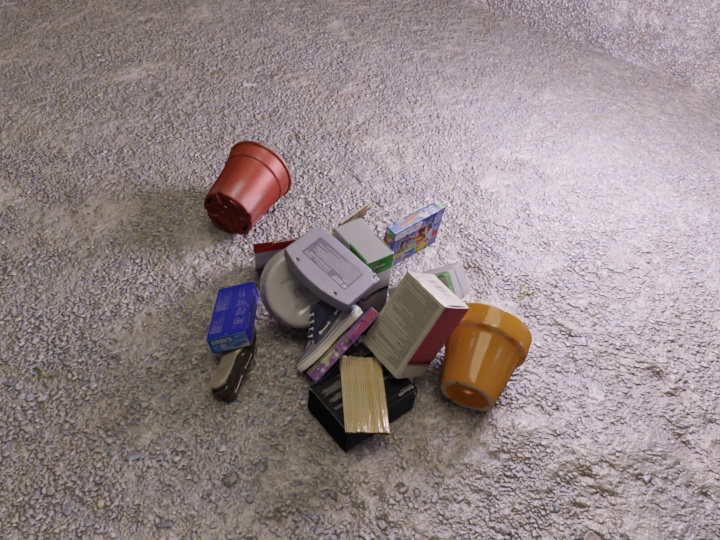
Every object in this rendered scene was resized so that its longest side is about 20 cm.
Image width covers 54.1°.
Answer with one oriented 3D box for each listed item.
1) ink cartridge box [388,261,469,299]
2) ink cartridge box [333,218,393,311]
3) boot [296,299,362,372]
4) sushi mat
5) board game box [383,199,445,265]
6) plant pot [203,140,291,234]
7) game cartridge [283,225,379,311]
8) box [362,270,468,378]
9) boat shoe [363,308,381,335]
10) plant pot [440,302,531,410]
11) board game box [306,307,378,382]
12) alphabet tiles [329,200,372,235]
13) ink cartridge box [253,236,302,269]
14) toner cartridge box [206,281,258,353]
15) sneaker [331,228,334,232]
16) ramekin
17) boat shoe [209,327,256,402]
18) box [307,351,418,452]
[{"bbox_3d":[0.169,0.048,1.703,0.144,0.088,0.200,-16,5,21],"label":"ink cartridge box"},{"bbox_3d":[0.000,0.000,1.718,0.083,0.201,0.147,-23,50,-27],"label":"ink cartridge box"},{"bbox_3d":[-0.094,0.132,1.605,0.090,0.073,0.200,44,91,-2],"label":"boot"},{"bbox_3d":[0.007,0.260,1.493,0.095,0.012,0.201,1,44,-8],"label":"sushi mat"},{"bbox_3d":[0.140,-0.097,1.915,0.199,0.136,0.034,-28,58,-34],"label":"board game box"},{"bbox_3d":[-0.320,-0.217,1.940,0.199,0.202,0.196,19,51,12],"label":"plant pot"},{"bbox_3d":[-0.071,-0.003,1.584,0.200,0.041,0.133,41,52,15],"label":"game cartridge"},{"bbox_3d":[0.120,0.120,1.548,0.108,0.201,0.128,6,32,-52],"label":"box"},{"bbox_3d":[0.028,0.124,1.679,0.198,0.072,0.069,22,84,-13],"label":"boat shoe"},{"bbox_3d":[0.266,0.205,1.592,0.198,0.201,0.184,19,60,11],"label":"plant pot"},{"bbox_3d":[-0.041,0.163,1.566,0.032,0.120,0.200,43,83,2],"label":"board game box"},{"bbox_3d":[-0.047,-0.099,1.786,0.006,0.167,0.200,45,47,5],"label":"alphabet tiles"},{"bbox_3d":[-0.187,-0.046,1.767,0.159,0.200,0.051,-9,89,-8],"label":"ink cartridge box"},{"bbox_3d":[-0.296,0.107,1.652,0.094,0.043,0.201,-13,32,7],"label":"toner cartridge box"},{"bbox_3d":[-0.006,-0.076,1.902,0.073,0.081,0.199,-29,45,-31],"label":"sneaker"},{"bbox_3d":[-0.138,0.041,1.667,0.198,0.203,0.098,-1,1,-10],"label":"ramekin"},{"bbox_3d":[-0.279,0.211,1.590,0.066,0.057,0.201,-16,30,28],"label":"boat shoe"},{"bbox_3d":[0.004,0.279,1.537,0.199,0.079,0.141,-25,51,-32],"label":"box"}]
